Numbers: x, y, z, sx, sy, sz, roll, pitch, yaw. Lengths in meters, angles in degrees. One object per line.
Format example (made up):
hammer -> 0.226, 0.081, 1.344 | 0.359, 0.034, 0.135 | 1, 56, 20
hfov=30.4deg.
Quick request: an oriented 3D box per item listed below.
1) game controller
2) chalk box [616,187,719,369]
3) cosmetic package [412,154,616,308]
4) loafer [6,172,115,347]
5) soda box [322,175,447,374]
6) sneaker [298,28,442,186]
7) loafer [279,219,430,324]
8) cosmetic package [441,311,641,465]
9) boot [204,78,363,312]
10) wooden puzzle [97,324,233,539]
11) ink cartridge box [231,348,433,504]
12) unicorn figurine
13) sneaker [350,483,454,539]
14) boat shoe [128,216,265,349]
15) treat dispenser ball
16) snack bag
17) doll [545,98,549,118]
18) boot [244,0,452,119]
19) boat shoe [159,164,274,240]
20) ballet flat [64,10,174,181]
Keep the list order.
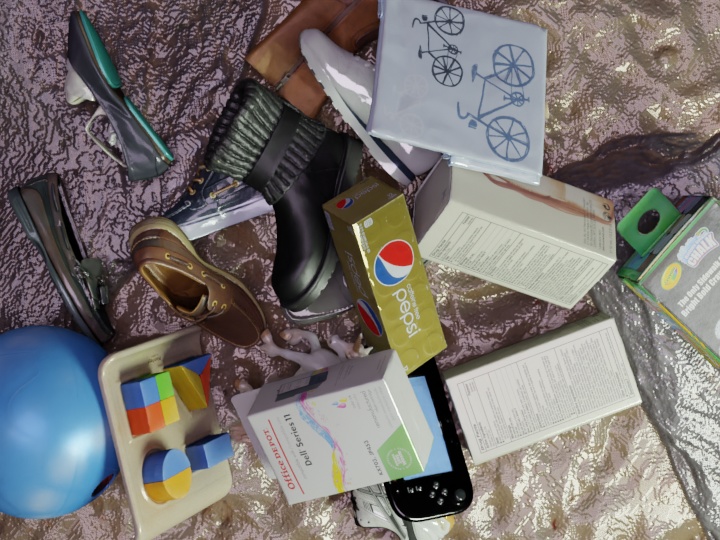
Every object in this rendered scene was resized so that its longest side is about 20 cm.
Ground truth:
game controller -> 0.056, 0.173, 1.443 | 0.103, 0.042, 0.202 | -1, 65, -36
chalk box -> 0.366, -0.001, 1.438 | 0.200, 0.124, 0.125 | 44, 93, -1
cosmetic package -> 0.163, -0.046, 1.411 | 0.198, 0.104, 0.088 | 19, 51, -17
loafer -> -0.317, -0.014, 1.461 | 0.062, 0.072, 0.202 | -30, 91, -4
soda box -> 0.027, 0.009, 1.385 | 0.067, 0.064, 0.202 | -31, 125, -20
sneaker -> 0.013, -0.187, 1.415 | 0.080, 0.076, 0.200 | -40, 95, 9
loafer -> 0.000, 0.000, 1.461 | 0.198, 0.070, 0.071 | -30, 93, 1
cosmetic package -> 0.199, 0.129, 1.468 | 0.197, 0.073, 0.105 | -19, 93, 1
boot -> -0.095, -0.078, 1.387 | 0.156, 0.079, 0.214 | 23, 73, -30
wooden puzzle -> -0.195, 0.170, 1.415 | 0.046, 0.185, 0.203 | -7, 96, 26
ink cartridge box -> -0.038, 0.168, 1.371 | 0.198, 0.067, 0.118 | -17, 110, 20
unicorn figurine -> -0.061, 0.120, 1.446 | 0.137, 0.073, 0.202 | 31, 111, 29
sneaker -> 0.011, 0.240, 1.473 | 0.200, 0.076, 0.088 | 44, 97, 0
boat shoe -> -0.177, 0.028, 1.426 | 0.072, 0.068, 0.200 | -31, 127, 19
treat dispenser ball -> -0.340, 0.160, 1.403 | 0.198, 0.201, 0.204 | 0, 93, 0
snack bag -> 0.102, -0.193, 1.377 | 0.197, 0.021, 0.191 | 11, 65, -13
doll -> 0.106, -0.175, 1.461 | 0.197, 0.049, 0.138 | -10, 114, 2
boot -> 0.001, -0.243, 1.452 | 0.188, 0.069, 0.201 | 38, 98, -14
boat shoe -> -0.166, -0.088, 1.460 | 0.198, 0.071, 0.092 | -20, 93, -6
ballet flat -> -0.282, -0.185, 1.452 | 0.073, 0.073, 0.201 | -31, 95, 1
